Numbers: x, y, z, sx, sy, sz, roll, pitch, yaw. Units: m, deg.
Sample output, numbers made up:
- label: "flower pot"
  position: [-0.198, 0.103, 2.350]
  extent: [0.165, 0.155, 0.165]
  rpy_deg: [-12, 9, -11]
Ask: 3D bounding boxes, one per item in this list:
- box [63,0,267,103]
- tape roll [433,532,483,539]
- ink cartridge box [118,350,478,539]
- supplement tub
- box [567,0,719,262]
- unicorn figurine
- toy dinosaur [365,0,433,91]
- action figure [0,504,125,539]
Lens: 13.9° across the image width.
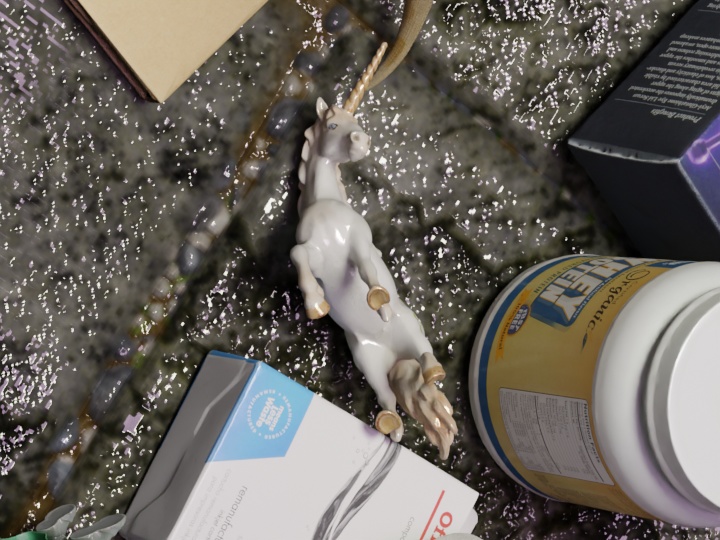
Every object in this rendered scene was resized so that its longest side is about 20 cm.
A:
- label: "box"
  position: [-0.092, -0.214, 1.592]
  extent: [0.200, 0.021, 0.164]
  rpy_deg: [-46, 111, -19]
- label: "tape roll"
  position: [0.030, 0.240, 1.607]
  extent: [0.203, 0.037, 0.203]
  rpy_deg: [-40, 144, -37]
- label: "ink cartridge box"
  position: [-0.017, 0.142, 1.622]
  extent: [0.200, 0.068, 0.116]
  rpy_deg: [32, 79, -26]
- label: "supplement tub"
  position: [0.166, 0.066, 1.641]
  extent: [0.144, 0.200, 0.145]
  rpy_deg: [-1, 93, -28]
- label: "box"
  position: [0.243, -0.082, 1.721]
  extent: [0.200, 0.104, 0.148]
  rpy_deg: [-48, 121, -18]
- label: "unicorn figurine"
  position: [0.000, 0.000, 1.610]
  extent: [0.074, 0.137, 0.200]
  rpy_deg: [-10, 121, -2]
- label: "toy dinosaur"
  position: [0.047, -0.192, 1.608]
  extent: [0.058, 0.101, 0.200]
  rpy_deg: [-26, 123, -50]
- label: "action figure"
  position: [-0.126, 0.223, 1.560]
  extent: [0.055, 0.118, 0.200]
  rpy_deg: [-29, 114, -36]
